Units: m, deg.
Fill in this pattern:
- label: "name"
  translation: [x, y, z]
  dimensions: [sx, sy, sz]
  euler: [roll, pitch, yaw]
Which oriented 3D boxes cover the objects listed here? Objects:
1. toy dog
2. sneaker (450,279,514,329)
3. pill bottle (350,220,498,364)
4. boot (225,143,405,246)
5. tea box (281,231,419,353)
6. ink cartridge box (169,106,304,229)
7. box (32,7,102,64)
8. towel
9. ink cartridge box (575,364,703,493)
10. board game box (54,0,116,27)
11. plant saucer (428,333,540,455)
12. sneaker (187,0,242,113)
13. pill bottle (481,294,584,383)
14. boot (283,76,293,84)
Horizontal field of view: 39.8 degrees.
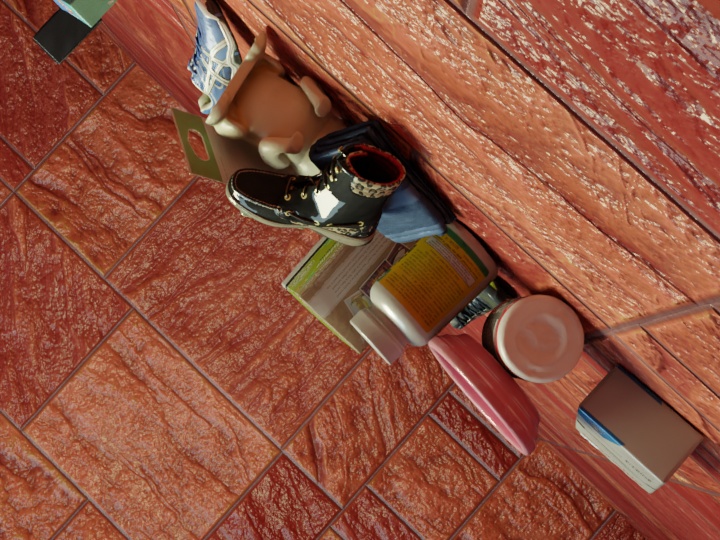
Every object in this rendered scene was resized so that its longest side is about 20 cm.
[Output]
- label: "toy dog"
  translation: [-0.099, -0.187, 1.342]
  dimensions: [0.199, 0.140, 0.194]
  euler: [33, 161, -9]
- label: "sneaker"
  translation: [0.172, 0.054, 1.538]
  dimensions: [0.074, 0.081, 0.200]
  euler: [41, 165, -9]
- label: "pill bottle"
  translation: [0.085, 0.032, 1.377]
  dimensions: [0.113, 0.200, 0.113]
  euler: [46, 177, 4]
- label: "boot"
  translation: [-0.054, -0.109, 1.219]
  dimensions: [0.202, 0.074, 0.154]
  euler: [17, 149, -12]
- label: "tea box"
  translation: [0.000, 0.000, 1.546]
  dimensions: [0.134, 0.200, 0.197]
  euler: [43, 174, -13]
- label: "ink cartridge box"
  translation: [-0.167, -0.138, 1.358]
  dimensions: [0.198, 0.048, 0.146]
  euler: [12, -141, -35]
- label: "box"
  translation: [-0.954, -0.780, 3.225]
  dimensions: [0.123, 0.199, 0.200]
  euler: [44, 175, -21]
- label: "towel"
  translation: [0.029, -0.111, 1.291]
  dimensions: [0.111, 0.049, 0.200]
  euler: [-10, 141, 39]
- label: "ink cartridge box"
  translation: [0.376, 0.222, 1.365]
  dimensions: [0.144, 0.084, 0.200]
  euler: [42, 175, 18]
- label: "board game box"
  translation: [-0.374, -0.433, 1.435]
  dimensions: [0.045, 0.152, 0.200]
  euler: [45, 175, -34]
- label: "plant saucer"
  translation: [0.173, 0.157, 1.332]
  dimensions: [0.201, 0.051, 0.201]
  euler: [50, 177, 4]
- label: "sneaker"
  translation: [-0.212, -0.302, 1.431]
  dimensions: [0.201, 0.076, 0.076]
  euler: [80, 169, -47]
- label: "pill bottle"
  translation: [0.222, 0.091, 1.330]
  dimensions: [0.111, 0.111, 0.200]
  euler: [43, 176, 1]
- label: "boot"
  translation: [-0.100, -0.234, 1.500]
  dimensions: [0.202, 0.071, 0.144]
  euler: [51, 178, -26]
